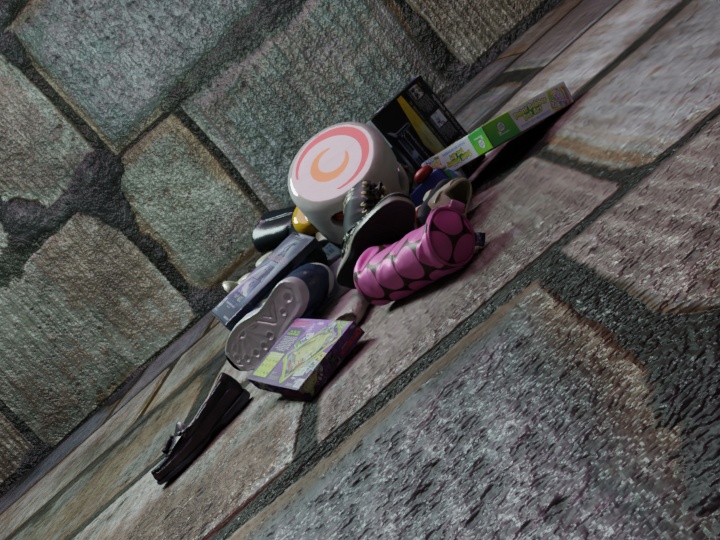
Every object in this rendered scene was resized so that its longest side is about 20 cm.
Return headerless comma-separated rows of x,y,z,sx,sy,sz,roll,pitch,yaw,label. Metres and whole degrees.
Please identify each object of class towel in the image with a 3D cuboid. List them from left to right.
-0.060,0.091,1.454,0.200,0.035,0.133,-38,10,26,towel

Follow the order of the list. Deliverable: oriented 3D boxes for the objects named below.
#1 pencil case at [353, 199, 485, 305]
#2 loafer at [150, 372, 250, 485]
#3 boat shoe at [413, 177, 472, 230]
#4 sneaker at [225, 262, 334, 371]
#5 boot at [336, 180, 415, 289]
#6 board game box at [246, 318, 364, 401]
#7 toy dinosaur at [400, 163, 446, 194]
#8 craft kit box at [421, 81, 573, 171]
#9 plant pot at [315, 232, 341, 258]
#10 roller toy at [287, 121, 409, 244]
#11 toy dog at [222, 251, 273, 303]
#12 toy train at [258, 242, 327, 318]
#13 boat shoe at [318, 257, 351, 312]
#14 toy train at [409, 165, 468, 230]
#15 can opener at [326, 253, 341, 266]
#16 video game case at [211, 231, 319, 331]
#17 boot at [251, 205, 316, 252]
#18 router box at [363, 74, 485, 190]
0.070,-0.020,1.248,0.200,0.090,0.094,-27,51,53,pencil case
-0.261,0.245,1.485,0.200,0.063,0.072,-45,9,-23,loafer
0.124,-0.081,1.372,0.062,0.071,0.200,-24,18,22,boat shoe
-0.116,0.069,1.496,0.200,0.081,0.146,-50,-9,27,sneaker
0.019,-0.085,1.392,0.204,0.073,0.154,124,155,-47,boot
-0.079,0.119,1.304,0.120,0.032,0.200,-54,19,-17,board game box
0.089,-0.132,1.646,0.047,0.088,0.200,0,-43,-36,toy dinosaur
0.229,-0.231,1.596,0.199,0.049,0.197,-31,0,-28,craft kit box
-0.004,-0.102,1.768,0.187,0.187,0.201,-30,27,55,plant pot
-0.018,-0.141,1.593,0.182,0.140,0.201,17,69,37,roller toy
-0.147,0.023,1.952,0.200,0.140,0.194,-40,-17,9,toy dog
-0.118,0.035,1.626,0.114,0.087,0.201,-24,43,25,toy train
0.000,0.000,1.520,0.200,0.065,0.072,-51,35,22,boat shoe
0.093,-0.088,1.556,0.200,0.085,0.116,-46,-10,27,toy train
-0.097,0.052,1.701,0.200,0.067,0.053,-42,8,-6,can opener
-0.159,0.014,1.560,0.200,0.019,0.143,-46,17,-8,video game case
-0.139,-0.058,1.837,0.167,0.076,0.201,-17,38,31,boot
0.114,-0.230,1.717,0.157,0.200,0.052,-46,10,-32,router box
